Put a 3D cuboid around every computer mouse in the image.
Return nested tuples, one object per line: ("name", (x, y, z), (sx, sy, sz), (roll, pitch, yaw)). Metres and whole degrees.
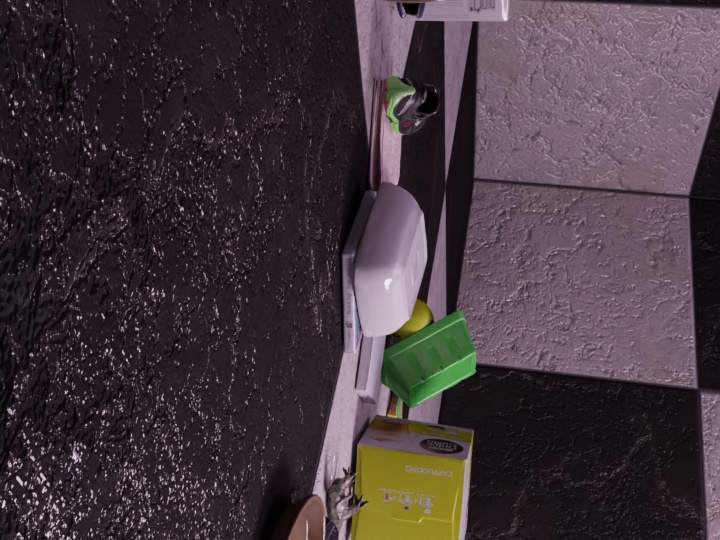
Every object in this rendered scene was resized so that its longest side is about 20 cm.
("computer mouse", (-0.069, 0.349, 1.277), (0.059, 0.034, 0.201), (-59, 155, -23))

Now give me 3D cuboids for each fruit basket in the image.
("fruit basket", (0.119, 0.144, 1.916), (0.156, 0.211, 0.218), (81, 18, -56))

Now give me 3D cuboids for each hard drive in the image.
("hard drive", (0.024, 0.129, 1.698), (0.132, 0.026, 0.204), (66, 31, -71))

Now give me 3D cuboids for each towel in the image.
("towel", (0.048, -0.233, 1.629), (0.200, 0.032, 0.195), (-39, 134, -75))

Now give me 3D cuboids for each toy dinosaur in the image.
("toy dinosaur", (-0.025, 0.373, 1.489), (0.088, 0.047, 0.203), (-52, 150, -45))

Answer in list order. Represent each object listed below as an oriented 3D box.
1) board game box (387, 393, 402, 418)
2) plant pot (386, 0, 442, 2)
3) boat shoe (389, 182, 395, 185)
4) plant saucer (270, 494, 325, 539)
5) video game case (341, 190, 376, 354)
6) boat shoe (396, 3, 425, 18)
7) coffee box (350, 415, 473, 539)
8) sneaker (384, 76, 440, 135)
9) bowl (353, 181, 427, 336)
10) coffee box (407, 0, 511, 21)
("board game box", (0.077, 0.372, 2.135), (0.096, 0.029, 0.203), (-67, 162, -63))
("plant pot", (0.077, -0.456, 1.192), (0.201, 0.196, 0.176), (-71, 162, -54))
("boat shoe", (0.062, -0.077, 1.618), (0.074, 0.064, 0.201), (-61, 166, -25))
("plant saucer", (-0.085, 0.370, 1.133), (0.200, 0.029, 0.204), (9, 90, -77))
("video game case", (0.000, 0.000, 1.496), (0.201, 0.023, 0.185), (-72, 164, -56))
("boat shoe", (0.091, -0.521, 1.587), (0.201, 0.073, 0.094), (82, 9, -55))
("coffee box", (0.099, 0.401, 1.725), (0.198, 0.196, 0.204), (-28, 123, -78))
("sneaker", (0.092, -0.266, 1.544), (0.200, 0.082, 0.078), (-1, 96, -78))
("bowl", (0.053, -0.012, 1.472), (0.201, 0.073, 0.202), (80, 24, -52))
("coffee box", (0.197, -0.617, 1.798), (0.199, 0.196, 0.202), (-75, 165, -45))
